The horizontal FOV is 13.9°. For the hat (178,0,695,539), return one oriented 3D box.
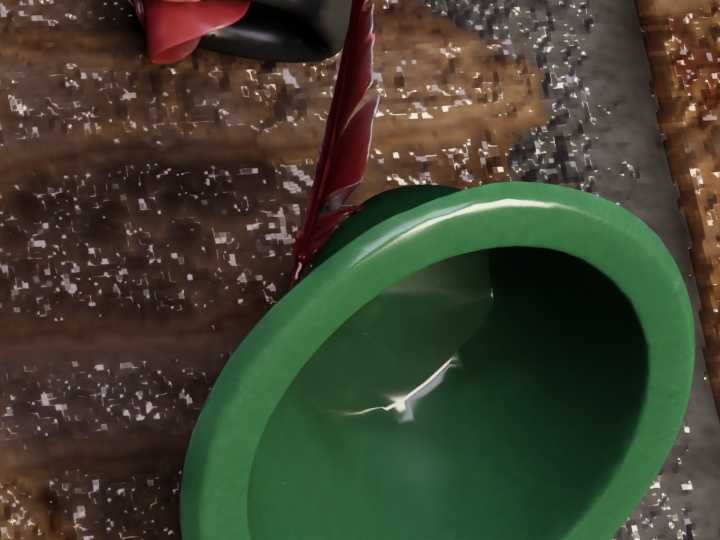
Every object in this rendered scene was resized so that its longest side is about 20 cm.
[{"bbox_3d":[0.000,0.000,0.947,0.200,0.176,0.166,-44,131,4],"label":"hat"}]

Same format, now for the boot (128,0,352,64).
[{"bbox_3d":[-0.082,-0.150,0.964,0.200,0.072,0.145,24,65,-13],"label":"boot"}]
